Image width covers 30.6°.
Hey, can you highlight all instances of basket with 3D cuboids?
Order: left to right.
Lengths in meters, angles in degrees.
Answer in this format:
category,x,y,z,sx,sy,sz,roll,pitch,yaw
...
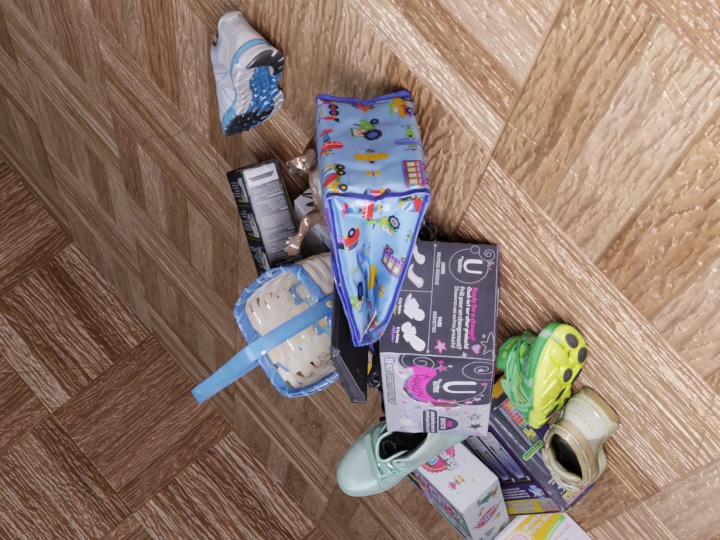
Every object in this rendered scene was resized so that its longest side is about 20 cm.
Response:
category,x,y,z,sx,sy,sz,roll,pitch,yaw
basket,-0.076,0.068,1.413,0.140,0.199,0.176,61,145,4

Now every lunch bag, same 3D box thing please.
category,x,y,z,sx,sy,sz,roll,pitch,yaw
lunch bag,0.008,-0.041,1.224,0.151,0.093,0.201,-97,6,-47

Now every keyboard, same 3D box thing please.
category,x,y,z,sx,sy,sz,roll,pitch,yaw
keyboard,-0.084,0.075,1.609,0.200,0.039,0.105,-17,-92,-84
keyboard,-0.004,0.052,1.315,0.201,0.020,0.127,-87,-25,-49

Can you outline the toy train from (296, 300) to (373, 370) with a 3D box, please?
category,x,y,z,sx,sy,sz,roll,pitch,yaw
toy train,-0.038,0.079,1.620,0.150,0.056,0.200,45,-167,8

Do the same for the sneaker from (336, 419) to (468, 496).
category,x,y,z,sx,sy,sz,roll,pitch,yaw
sneaker,0.025,0.200,1.486,0.118,0.200,0.074,-1,-119,-56

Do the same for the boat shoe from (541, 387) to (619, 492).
category,x,y,z,sx,sy,sz,roll,pitch,yaw
boat shoe,0.221,0.191,1.391,0.073,0.063,0.201,45,160,17

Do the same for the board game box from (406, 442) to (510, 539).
category,x,y,z,sx,sy,sz,roll,pitch,yaw
board game box,0.108,0.254,1.620,0.148,0.064,0.200,43,169,26

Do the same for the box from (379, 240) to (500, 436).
category,x,y,z,sx,sy,sz,roll,pitch,yaw
box,0.083,0.074,1.338,0.114,0.133,0.200,2,152,5

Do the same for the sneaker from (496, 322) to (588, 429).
category,x,y,z,sx,sy,sz,roll,pitch,yaw
sneaker,0.172,0.100,1.319,0.084,0.074,0.200,41,162,16

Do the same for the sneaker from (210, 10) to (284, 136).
category,x,y,z,sx,sy,sz,roll,pitch,yaw
sneaker,-0.132,-0.222,1.465,0.087,0.075,0.200,58,160,13

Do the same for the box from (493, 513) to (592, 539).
category,x,y,z,sx,sy,sz,roll,pitch,yaw
box,0.262,0.398,1.668,0.200,0.101,0.113,45,162,17

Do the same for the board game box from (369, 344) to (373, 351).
category,x,y,z,sx,sy,sz,roll,pitch,yaw
board game box,0.034,0.071,1.531,0.200,0.029,0.135,45,162,10

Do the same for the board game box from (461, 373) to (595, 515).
category,x,y,z,sx,sy,sz,roll,pitch,yaw
board game box,0.177,0.213,1.582,0.165,0.057,0.200,49,163,0

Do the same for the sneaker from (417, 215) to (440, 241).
category,x,y,z,sx,sy,sz,roll,pitch,yaw
sneaker,0.046,-0.051,1.369,0.081,0.077,0.200,15,151,26

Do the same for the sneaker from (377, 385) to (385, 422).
category,x,y,z,sx,sy,sz,roll,pitch,yaw
sneaker,0.069,0.199,1.772,0.200,0.084,0.077,56,153,-18

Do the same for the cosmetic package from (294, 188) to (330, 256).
category,x,y,z,sx,sy,sz,roll,pitch,yaw
cosmetic package,0.000,0.000,1.601,0.200,0.052,0.151,46,165,14

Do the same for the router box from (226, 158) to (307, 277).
category,x,y,z,sx,sy,sz,roll,pitch,yaw
router box,-0.116,-0.060,1.644,0.200,0.051,0.150,-160,53,-79

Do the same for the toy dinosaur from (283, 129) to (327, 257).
category,x,y,z,sx,sy,sz,roll,pitch,yaw
toy dinosaur,-0.031,-0.102,1.429,0.085,0.136,0.201,4,124,8
